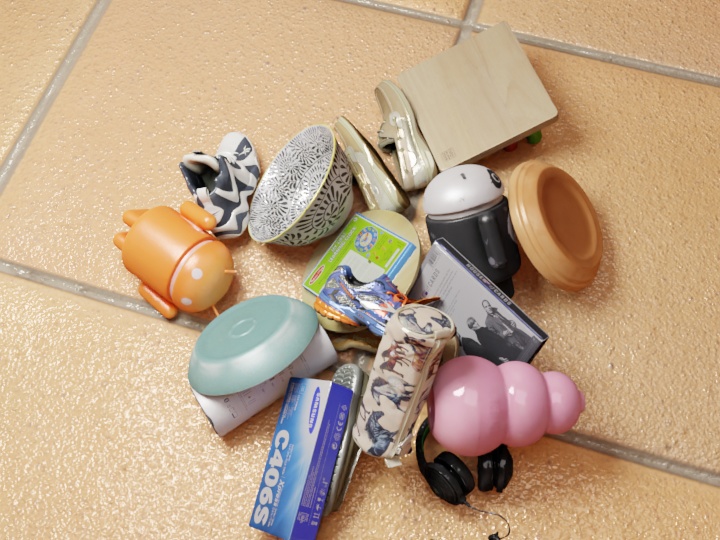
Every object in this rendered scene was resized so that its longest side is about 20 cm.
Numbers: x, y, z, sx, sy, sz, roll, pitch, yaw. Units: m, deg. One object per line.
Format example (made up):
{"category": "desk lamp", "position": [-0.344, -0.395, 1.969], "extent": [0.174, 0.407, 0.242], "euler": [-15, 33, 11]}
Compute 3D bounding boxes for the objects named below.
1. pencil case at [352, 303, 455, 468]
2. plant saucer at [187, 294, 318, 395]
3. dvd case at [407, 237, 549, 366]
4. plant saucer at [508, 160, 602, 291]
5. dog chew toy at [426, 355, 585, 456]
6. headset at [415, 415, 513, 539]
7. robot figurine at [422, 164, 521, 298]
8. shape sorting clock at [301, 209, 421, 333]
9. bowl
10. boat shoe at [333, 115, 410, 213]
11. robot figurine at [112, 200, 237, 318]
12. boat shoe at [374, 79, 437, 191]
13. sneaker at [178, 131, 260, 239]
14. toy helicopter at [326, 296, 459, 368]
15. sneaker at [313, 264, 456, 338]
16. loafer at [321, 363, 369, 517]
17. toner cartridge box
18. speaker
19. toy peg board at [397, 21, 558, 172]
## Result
{"category": "pencil case", "position": [0.053, 0.137, 1.026], "extent": [0.077, 0.202, 0.089], "euler": [-5, 32, -39]}
{"category": "plant saucer", "position": [-0.155, 0.090, 1.149], "extent": [0.198, 0.036, 0.201], "euler": [-20, 27, 10]}
{"category": "dvd case", "position": [0.147, 0.074, 1.153], "extent": [0.025, 0.151, 0.200], "euler": [-23, 60, -43]}
{"category": "plant saucer", "position": [0.289, -0.070, 1.205], "extent": [0.199, 0.037, 0.203], "euler": [22, 56, -36]}
{"category": "dog chew toy", "position": [0.186, 0.170, 1.062], "extent": [0.197, 0.125, 0.126], "euler": [-1, 63, -4]}
{"category": "headset", "position": [0.145, 0.275, 1.104], "extent": [0.122, 0.095, 0.201], "euler": [-14, 48, -7]}
{"category": "robot figurine", "position": [0.162, -0.050, 1.193], "extent": [0.149, 0.202, 0.124], "euler": [-3, 20, 41]}
{"category": "shape sorting clock", "position": [0.000, 0.000, 1.214], "extent": [0.198, 0.039, 0.202], "euler": [-15, 56, 23]}
{"category": "bowl", "position": [-0.073, -0.109, 1.259], "extent": [0.200, 0.094, 0.202], "euler": [-34, 38, 33]}
{"category": "boat shoe", "position": [0.002, -0.159, 1.312], "extent": [0.066, 0.074, 0.201], "euler": [-38, 59, 12]}
{"category": "robot figurine", "position": [-0.267, -0.019, 1.227], "extent": [0.199, 0.117, 0.144], "euler": [33, 68, 17]}
{"category": "boat shoe", "position": [0.057, -0.217, 1.340], "extent": [0.064, 0.072, 0.202], "euler": [-19, 70, -9]}
{"category": "sneaker", "position": [-0.216, -0.162, 1.275], "extent": [0.078, 0.130, 0.201], "euler": [-3, 56, 18]}
{"category": "toy helicopter", "position": [0.044, 0.094, 1.176], "extent": [0.198, 0.079, 0.134], "euler": [9, 85, 24]}
{"category": "sneaker", "position": [0.034, 0.047, 1.100], "extent": [0.198, 0.075, 0.079], "euler": [18, 93, 16]}
{"category": "loafer", "position": [-0.016, 0.229, 1.115], "extent": [0.069, 0.075, 0.202], "euler": [23, 78, -34]}
{"category": "toner cartridge box", "position": [-0.077, 0.243, 1.085], "extent": [0.094, 0.043, 0.202], "euler": [-3, 66, 49]}
{"category": "speaker", "position": [-0.131, 0.143, 1.162], "extent": [0.199, 0.081, 0.081], "euler": [-32, 67, -13]}
{"category": "toy peg board", "position": [0.192, -0.260, 1.355], "extent": [0.197, 0.098, 0.202], "euler": [-26, 64, 7]}
